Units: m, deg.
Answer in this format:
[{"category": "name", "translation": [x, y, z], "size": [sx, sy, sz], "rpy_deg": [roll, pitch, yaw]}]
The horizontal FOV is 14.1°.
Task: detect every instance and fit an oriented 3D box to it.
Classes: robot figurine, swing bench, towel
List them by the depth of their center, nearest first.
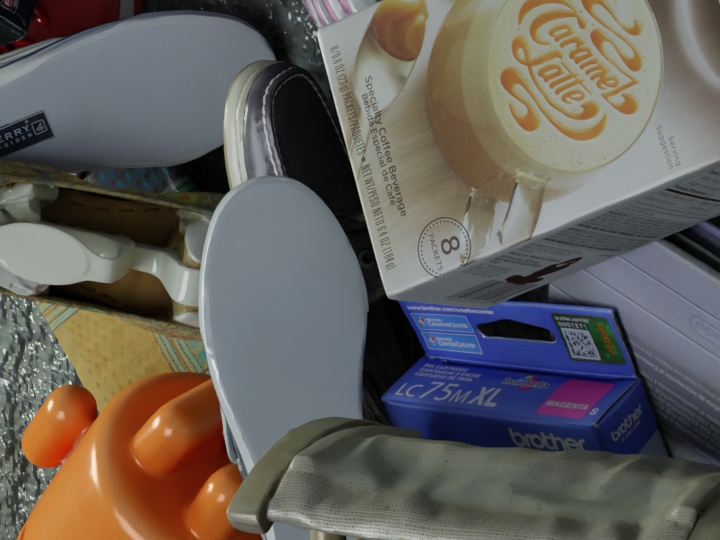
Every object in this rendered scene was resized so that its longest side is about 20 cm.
[{"category": "swing bench", "translation": [0.079, 0.146, 1.134], "size": [0.199, 0.130, 0.200], "rpy_deg": [6, 121, 29]}, {"category": "robot figurine", "translation": [-0.094, 0.123, 1.351], "size": [0.144, 0.117, 0.200], "rpy_deg": [22, 136, -15]}, {"category": "towel", "translation": [-0.084, 0.044, 1.401], "size": [0.147, 0.022, 0.200], "rpy_deg": [-33, 86, 47]}]

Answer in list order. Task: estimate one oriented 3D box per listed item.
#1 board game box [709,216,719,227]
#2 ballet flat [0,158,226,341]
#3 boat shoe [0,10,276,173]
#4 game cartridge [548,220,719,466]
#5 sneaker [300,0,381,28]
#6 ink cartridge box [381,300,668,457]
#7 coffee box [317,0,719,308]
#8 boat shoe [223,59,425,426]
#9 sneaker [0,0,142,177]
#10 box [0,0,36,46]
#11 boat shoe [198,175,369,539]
[{"category": "board game box", "translation": [0.141, -0.060, 1.141], "size": [0.200, 0.032, 0.120], "rpy_deg": [39, 126, 26]}, {"category": "ballet flat", "translation": [-0.098, -0.005, 1.283], "size": [0.071, 0.200, 0.071], "rpy_deg": [-168, 90, -76]}, {"category": "boat shoe", "translation": [-0.137, -0.072, 1.323], "size": [0.066, 0.200, 0.072], "rpy_deg": [-113, 1, -67]}, {"category": "game cartridge", "translation": [0.154, 0.045, 1.139], "size": [0.200, 0.038, 0.130], "rpy_deg": [35, 152, 33]}, {"category": "sneaker", "translation": [0.025, -0.153, 1.181], "size": [0.081, 0.088, 0.200], "rpy_deg": [67, 159, -2]}, {"category": "ink cartridge box", "translation": [0.082, 0.103, 1.224], "size": [0.119, 0.042, 0.200], "rpy_deg": [5, 125, 43]}, {"category": "coffee box", "translation": [0.096, -0.072, 1.081], "size": [0.200, 0.080, 0.114], "rpy_deg": [-23, 74, 29]}, {"category": "boat shoe", "translation": [0.000, 0.000, 1.276], "size": [0.065, 0.072, 0.200], "rpy_deg": [-6, 106, 40]}, {"category": "sneaker", "translation": [-0.174, -0.093, 1.368], "size": [0.078, 0.115, 0.200], "rpy_deg": [34, 129, 28]}, {"category": "box", "translation": [-0.208, -0.162, 1.356], "size": [0.200, 0.046, 0.159], "rpy_deg": [-15, 54, 47]}, {"category": "boat shoe", "translation": [-0.028, 0.055, 1.239], "size": [0.068, 0.072, 0.200], "rpy_deg": [-149, 42, -72]}]
